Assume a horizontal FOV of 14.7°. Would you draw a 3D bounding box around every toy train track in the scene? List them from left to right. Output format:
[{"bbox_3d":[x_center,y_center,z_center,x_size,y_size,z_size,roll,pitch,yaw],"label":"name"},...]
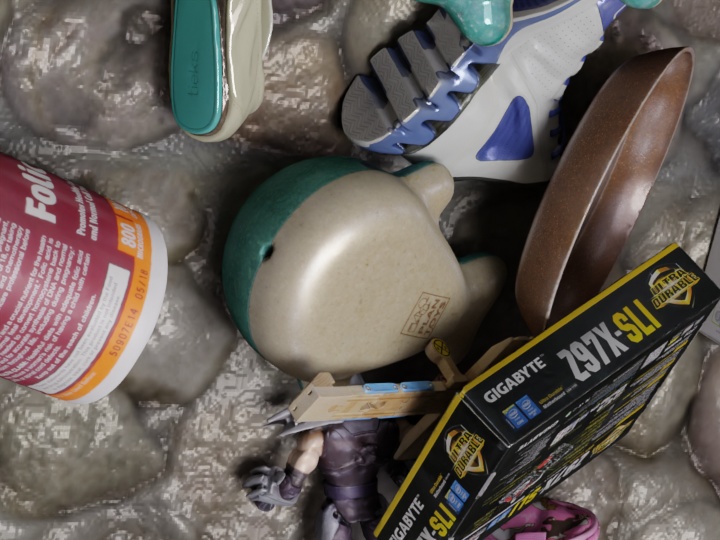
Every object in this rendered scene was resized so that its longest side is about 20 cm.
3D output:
[{"bbox_3d":[0.027,0.065,1.614,0.199,0.033,0.115,-1,141,-51],"label":"toy train track"}]

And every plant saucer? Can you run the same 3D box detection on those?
[{"bbox_3d":[0.140,-0.046,1.653,0.034,0.200,0.201,25,98,13],"label":"plant saucer"}]

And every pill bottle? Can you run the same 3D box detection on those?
[{"bbox_3d":[-0.214,-0.011,1.503,0.199,0.114,0.115,24,97,-32],"label":"pill bottle"}]

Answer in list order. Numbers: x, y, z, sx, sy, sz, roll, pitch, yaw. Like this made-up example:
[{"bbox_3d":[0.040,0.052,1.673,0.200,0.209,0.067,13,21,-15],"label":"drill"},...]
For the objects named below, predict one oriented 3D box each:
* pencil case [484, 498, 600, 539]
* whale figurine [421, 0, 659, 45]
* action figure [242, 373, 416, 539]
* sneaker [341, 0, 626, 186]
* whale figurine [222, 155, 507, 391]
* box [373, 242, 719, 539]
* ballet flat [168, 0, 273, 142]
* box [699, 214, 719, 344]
[{"bbox_3d":[0.107,0.246,1.775,0.086,0.083,0.201,-7,112,-25],"label":"pencil case"},{"bbox_3d":[0.075,-0.200,1.518,0.104,0.199,0.160,-10,116,-58],"label":"whale figurine"},{"bbox_3d":[-0.006,0.147,1.693,0.129,0.069,0.201,-7,97,-17],"label":"action figure"},{"bbox_3d":[0.095,-0.118,1.632,0.199,0.081,0.115,-37,134,17],"label":"sneaker"},{"bbox_3d":[0.000,0.000,1.636,0.199,0.104,0.160,13,108,-51],"label":"whale figurine"},{"bbox_3d":[0.111,0.084,1.646,0.200,0.049,0.160,-32,162,-35],"label":"box"},{"bbox_3d":[-0.075,-0.172,1.550,0.069,0.069,0.201,-6,113,-24],"label":"ballet flat"},{"bbox_3d":[0.302,-0.039,1.757,0.112,0.101,0.201,6,106,-28],"label":"box"}]
